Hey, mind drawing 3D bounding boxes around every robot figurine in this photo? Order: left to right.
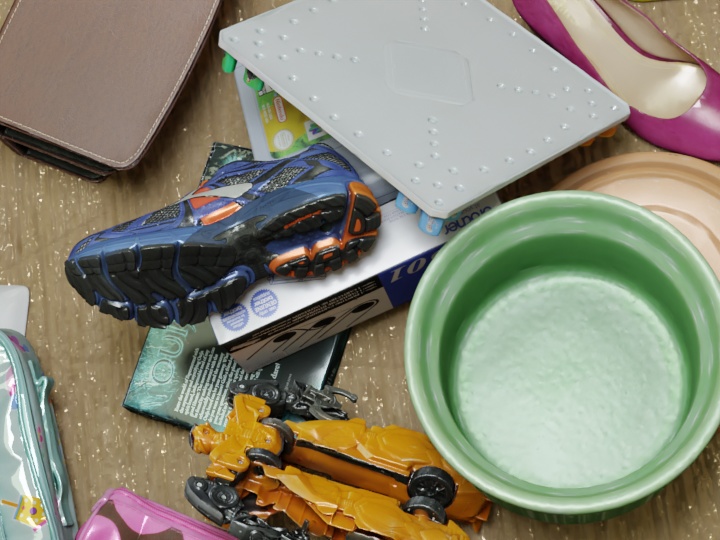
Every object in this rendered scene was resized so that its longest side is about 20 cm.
[{"bbox_3d":[-0.016,0.141,1.176,0.199,0.058,0.145,17,39,4],"label":"robot figurine"}]

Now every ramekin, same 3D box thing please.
[{"bbox_3d":[0.129,0.061,1.143,0.198,0.098,0.202,-2,71,7],"label":"ramekin"}]

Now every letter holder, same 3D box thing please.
[{"bbox_3d":[-0.164,-0.166,1.312,0.141,0.101,0.201,21,80,15],"label":"letter holder"}]

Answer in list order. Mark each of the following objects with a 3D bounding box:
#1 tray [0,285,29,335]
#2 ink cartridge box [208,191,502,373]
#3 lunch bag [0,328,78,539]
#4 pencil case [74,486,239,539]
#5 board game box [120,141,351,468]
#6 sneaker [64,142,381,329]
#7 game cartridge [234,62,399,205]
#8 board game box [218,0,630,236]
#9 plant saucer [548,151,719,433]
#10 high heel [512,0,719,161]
[{"bbox_3d":[-0.339,0.060,1.328,0.198,0.022,0.108,0,76,12],"label":"tray"},{"bbox_3d":[0.000,0.000,1.204,0.199,0.094,0.044,-25,74,1],"label":"ink cartridge box"},{"bbox_3d":[-0.276,0.137,1.251,0.159,0.077,0.202,-16,83,9],"label":"lunch bag"},{"bbox_3d":[-0.098,0.207,1.201,0.199,0.091,0.094,18,114,15],"label":"pencil case"},{"bbox_3d":[-0.070,0.020,1.274,0.134,0.028,0.201,16,79,14],"label":"board game box"},{"bbox_3d":[-0.087,-0.024,1.150,0.198,0.076,0.079,-14,42,-1],"label":"sneaker"},{"bbox_3d":[-0.014,-0.114,1.256,0.132,0.041,0.201,-19,46,3],"label":"game cartridge"},{"bbox_3d":[0.041,-0.118,1.185,0.200,0.026,0.199,40,46,24],"label":"board game box"},{"bbox_3d":[0.190,0.016,1.219,0.199,0.032,0.202,-3,74,11],"label":"plant saucer"},{"bbox_3d":[0.182,-0.142,1.230,0.199,0.096,0.068,32,83,19],"label":"high heel"}]
